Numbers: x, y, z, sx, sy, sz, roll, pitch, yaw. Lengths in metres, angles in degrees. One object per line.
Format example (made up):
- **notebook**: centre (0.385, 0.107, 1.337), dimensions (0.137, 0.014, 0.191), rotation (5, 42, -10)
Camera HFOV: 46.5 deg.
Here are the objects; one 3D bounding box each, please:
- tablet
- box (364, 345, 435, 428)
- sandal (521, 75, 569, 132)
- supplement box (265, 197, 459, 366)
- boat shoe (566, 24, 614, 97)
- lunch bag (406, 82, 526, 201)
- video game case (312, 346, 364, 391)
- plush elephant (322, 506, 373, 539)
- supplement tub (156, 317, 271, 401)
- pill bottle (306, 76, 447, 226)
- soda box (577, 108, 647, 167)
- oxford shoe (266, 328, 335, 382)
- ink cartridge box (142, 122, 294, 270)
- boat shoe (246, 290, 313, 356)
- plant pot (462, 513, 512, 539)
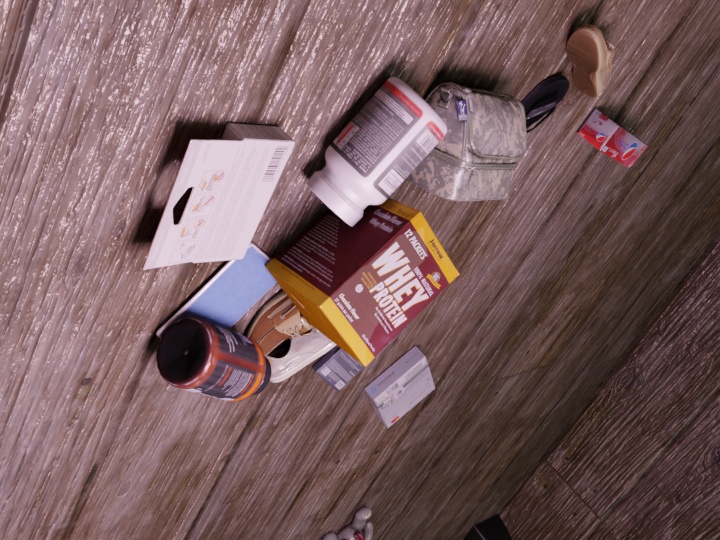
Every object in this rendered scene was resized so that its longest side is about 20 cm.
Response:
- **tablet**: centre (-0.214, 0.048, 1.302), dimensions (0.200, 0.014, 0.130), rotation (-45, 151, -1)
- **box**: centre (0.096, 0.275, 1.957), dimensions (0.156, 0.041, 0.200), rotation (-39, 150, -9)
- **sandal**: centre (0.304, -0.274, 1.510), dimensions (0.200, 0.043, 0.076), rotation (-39, 151, -9)
- **supplement box**: centre (0.000, 0.000, 1.271), dimensions (0.200, 0.197, 0.133), rotation (-43, 123, -11)
- **boat shoe**: centre (0.413, -0.384, 1.489), dimensions (0.065, 0.071, 0.200), rotation (-49, 159, -3)
- **lunch bag**: centre (0.172, -0.209, 1.345), dimensions (0.199, 0.139, 0.169), rotation (-6, 118, -49)
- **video game case**: centre (0.002, 0.156, 1.708), dimensions (0.200, 0.019, 0.143), rotation (-43, 151, -4)
- **plush elephant**: centre (-0.007, 0.810, 2.396), dimensions (0.164, 0.155, 0.201), rotation (-29, 147, -25)
- **supplement tub**: centre (-0.217, 0.144, 1.298), dimensions (0.107, 0.107, 0.200), rotation (-47, 150, 6)
- **pill bottle**: centre (0.021, -0.169, 1.214), dimensions (0.200, 0.116, 0.116), rotation (-47, 151, 6)
- **soda box**: centre (0.532, -0.276, 1.768), dimensions (0.199, 0.070, 0.064), rotation (9, 121, -55)
- **oxford shoe**: centre (-0.094, 0.123, 1.503), dimensions (0.199, 0.075, 0.058), rotation (-35, 114, -20)
- **ink cartridge box**: centre (-0.195, -0.098, 1.105), dimensions (0.175, 0.045, 0.201), rotation (-7, 134, -48)
- **boat shoe**: centre (-0.112, 0.075, 1.402), dimensions (0.200, 0.074, 0.076), rotation (-49, 150, 9)
- **plant pot**: centre (0.538, 1.186, 3.549), dimensions (0.199, 0.178, 0.201), rotation (-2, 132, -50)
